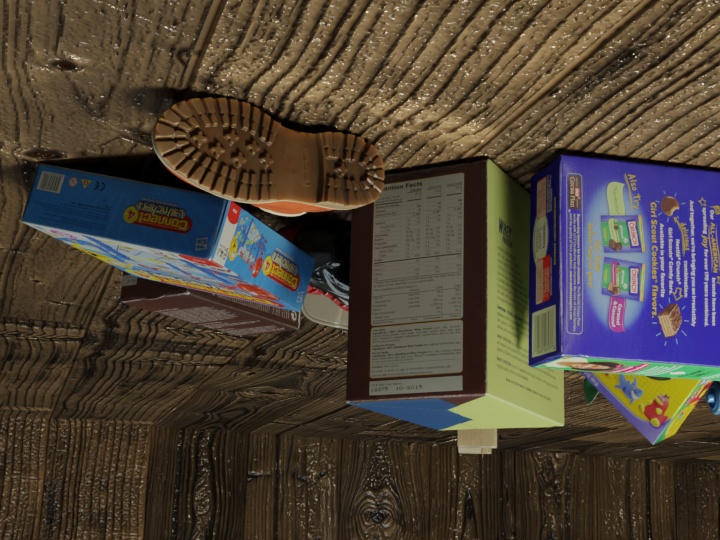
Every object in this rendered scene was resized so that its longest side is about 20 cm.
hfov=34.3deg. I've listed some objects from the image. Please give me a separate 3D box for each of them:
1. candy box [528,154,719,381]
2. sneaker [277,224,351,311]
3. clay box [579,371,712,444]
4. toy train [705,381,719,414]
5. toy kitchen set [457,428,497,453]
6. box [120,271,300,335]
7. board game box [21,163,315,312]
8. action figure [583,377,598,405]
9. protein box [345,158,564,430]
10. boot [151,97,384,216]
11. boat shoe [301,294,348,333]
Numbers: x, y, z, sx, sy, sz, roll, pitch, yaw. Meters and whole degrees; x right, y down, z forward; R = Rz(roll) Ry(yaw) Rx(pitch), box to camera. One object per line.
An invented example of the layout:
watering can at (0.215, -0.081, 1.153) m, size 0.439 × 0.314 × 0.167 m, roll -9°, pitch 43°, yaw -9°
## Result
candy box at (0.246, 0.001, 0.990) m, size 0.198 × 0.171 × 0.077 m, roll 5°, pitch 169°, yaw -13°
sneaker at (0.000, 0.000, 1.212) m, size 0.097 × 0.072 × 0.200 m, roll -6°, pitch 162°, yaw 36°
clay box at (0.302, 0.057, 1.131) m, size 0.047 × 0.115 × 0.201 m, roll -15°, pitch 140°, yaw -42°
toy train at (0.512, 0.127, 1.546) m, size 0.086 × 0.116 × 0.200 m, roll 0°, pitch 166°, yaw -4°
toy kitchen set at (0.189, 0.094, 1.289) m, size 0.178 × 0.202 × 0.163 m, roll 0°, pitch 166°, yaw 6°
box at (-0.163, 0.019, 1.306) m, size 0.099 × 0.076 × 0.199 m, roll -7°, pitch 165°, yaw 32°
board game box at (-0.170, -0.027, 1.073) m, size 0.198 × 0.056 × 0.196 m, roll 11°, pitch 169°, yaw 23°
action figure at (0.290, 0.062, 1.268) m, size 0.054 × 0.119 × 0.201 m, roll 18°, pitch 153°, yaw 12°
protein box at (0.091, 0.031, 1.062) m, size 0.134 × 0.202 × 0.198 m, roll -6°, pitch 164°, yaw 27°
boot at (-0.090, -0.080, 0.927) m, size 0.199 × 0.076 × 0.107 m, roll 12°, pitch 167°, yaw -37°
boat shoe at (0.024, 0.062, 1.396) m, size 0.199 × 0.067 × 0.057 m, roll 22°, pitch -171°, yaw 18°
